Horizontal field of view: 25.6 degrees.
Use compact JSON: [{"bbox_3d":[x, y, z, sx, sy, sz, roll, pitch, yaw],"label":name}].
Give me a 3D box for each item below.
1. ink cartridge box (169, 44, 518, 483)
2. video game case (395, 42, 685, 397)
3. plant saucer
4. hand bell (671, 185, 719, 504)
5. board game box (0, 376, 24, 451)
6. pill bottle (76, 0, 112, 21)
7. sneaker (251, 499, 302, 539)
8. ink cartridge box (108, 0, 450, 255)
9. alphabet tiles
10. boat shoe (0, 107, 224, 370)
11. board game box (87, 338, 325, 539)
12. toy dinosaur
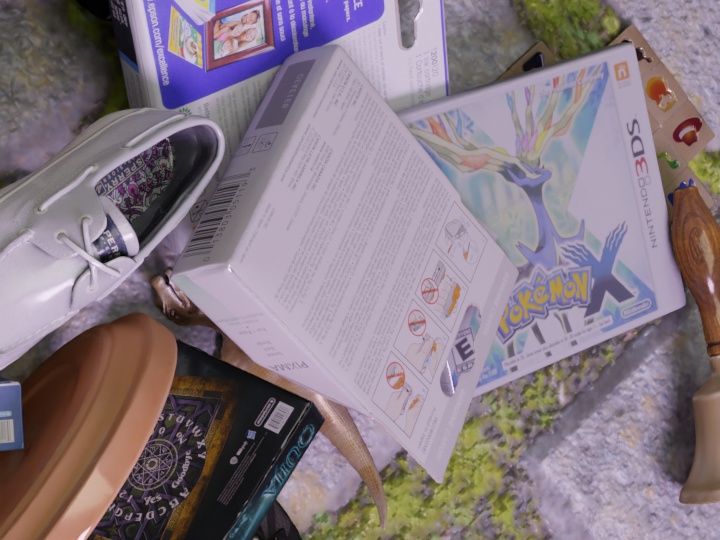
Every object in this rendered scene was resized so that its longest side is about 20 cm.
[{"bbox_3d":[0.000,0.000,0.888,0.200,0.050,0.161,49,50,-34],"label":"ink cartridge box"},{"bbox_3d":[0.113,-0.033,1.006,0.200,0.022,0.182,-20,103,-29],"label":"video game case"},{"bbox_3d":[-0.167,0.102,0.798,0.032,0.200,0.200,38,71,-19],"label":"plant saucer"},{"bbox_3d":[0.236,0.043,1.036,0.104,0.104,0.200,-12,87,-24],"label":"hand bell"},{"bbox_3d":[-0.281,0.075,0.788,0.200,0.135,0.034,-3,92,-24],"label":"board game box"},{"bbox_3d":[-0.082,-0.229,0.924,0.200,0.112,0.112,-26,94,-23],"label":"pill bottle"},{"bbox_3d":[-0.043,0.183,0.905,0.077,0.084,0.200,-43,99,-23],"label":"sneaker"},{"bbox_3d":[-0.041,-0.131,0.911,0.200,0.043,0.198,-25,131,-24],"label":"ink cartridge box"},{"bbox_3d":[0.149,-0.069,1.062,0.200,0.008,0.167,-43,101,-22],"label":"alphabet tiles"},{"bbox_3d":[-0.137,-0.016,0.785,0.200,0.068,0.072,-43,120,-43],"label":"boat shoe"},{"bbox_3d":[-0.127,0.133,0.861,0.200,0.135,0.028,-57,150,-19],"label":"board game box"},{"bbox_3d":[-0.034,0.055,0.952,0.200,0.058,0.101,43,84,-5],"label":"toy dinosaur"}]
